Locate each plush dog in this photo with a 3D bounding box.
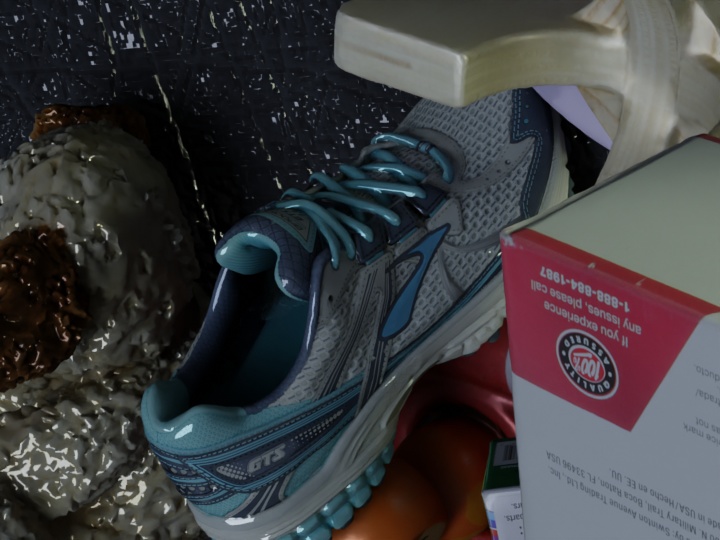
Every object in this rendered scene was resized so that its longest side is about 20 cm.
[{"bbox_3d":[-0.103,0.027,0.974,0.159,0.200,0.173,-4,123,7],"label":"plush dog"}]

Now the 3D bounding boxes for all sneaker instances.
[{"bbox_3d":[0.000,0.000,0.835,0.077,0.201,0.086,17,157,43],"label":"sneaker"}]

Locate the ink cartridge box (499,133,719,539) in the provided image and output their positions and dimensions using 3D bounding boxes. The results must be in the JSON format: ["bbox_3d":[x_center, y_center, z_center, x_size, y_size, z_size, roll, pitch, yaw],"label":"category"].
[{"bbox_3d":[0.120,0.083,0.676,0.145,0.083,0.201,24,130,43],"label":"ink cartridge box"}]

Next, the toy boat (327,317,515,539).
[{"bbox_3d":[0.031,0.077,0.887,0.199,0.130,0.131,16,121,35],"label":"toy boat"}]

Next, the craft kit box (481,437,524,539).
[{"bbox_3d":[0.153,0.140,0.810,0.199,0.049,0.199,-9,111,11],"label":"craft kit box"}]

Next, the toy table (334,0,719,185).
[{"bbox_3d":[0.095,-0.065,0.771,0.199,0.117,0.185,9,117,37],"label":"toy table"}]
